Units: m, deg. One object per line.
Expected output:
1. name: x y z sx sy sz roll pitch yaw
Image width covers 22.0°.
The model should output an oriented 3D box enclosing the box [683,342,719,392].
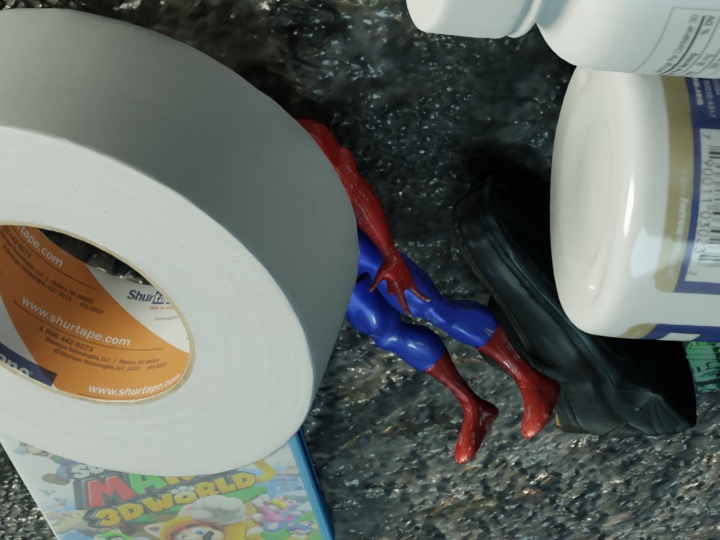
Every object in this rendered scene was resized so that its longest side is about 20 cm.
1. box: 0.200 -0.025 0.814 0.144 0.036 0.200 -15 140 11

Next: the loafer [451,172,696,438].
1. loafer: 0.085 0.027 0.840 0.072 0.073 0.200 -19 139 23

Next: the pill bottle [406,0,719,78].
1. pill bottle: 0.120 -0.121 0.617 0.200 0.113 0.113 2 142 -11

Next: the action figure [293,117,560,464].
1. action figure: 0.000 0.000 0.772 0.200 0.052 0.065 48 138 -17

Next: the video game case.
1. video game case: -0.099 0.099 0.947 0.143 0.018 0.200 -9 142 5

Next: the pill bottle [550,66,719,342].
1. pill bottle: 0.179 -0.026 0.693 0.200 0.111 0.111 3 141 -9

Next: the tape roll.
1. tape roll: -0.103 -0.005 0.721 0.200 0.066 0.200 13 141 11
